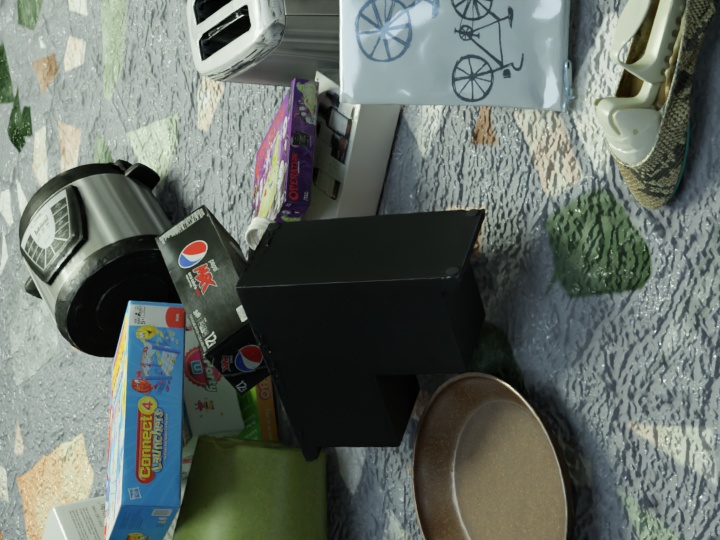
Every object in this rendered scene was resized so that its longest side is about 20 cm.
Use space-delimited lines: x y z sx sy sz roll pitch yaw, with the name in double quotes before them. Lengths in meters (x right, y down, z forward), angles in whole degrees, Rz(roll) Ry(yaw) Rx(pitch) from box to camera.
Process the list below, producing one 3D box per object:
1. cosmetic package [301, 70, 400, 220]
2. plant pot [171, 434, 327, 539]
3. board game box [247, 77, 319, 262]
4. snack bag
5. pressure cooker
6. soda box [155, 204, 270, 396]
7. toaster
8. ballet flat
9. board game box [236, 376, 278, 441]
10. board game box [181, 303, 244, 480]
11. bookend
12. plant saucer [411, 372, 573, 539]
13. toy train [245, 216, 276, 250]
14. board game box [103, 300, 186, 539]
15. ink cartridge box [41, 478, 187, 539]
"cosmetic package" -0.023 -0.079 1.337 0.082 0.050 0.202 41 127 47
"plant pot" -0.107 0.261 1.396 0.199 0.199 0.187 -1 81 55
"board game box" -0.076 -0.089 1.355 0.200 0.032 0.122 131 148 -69
"snack bag" 0.075 -0.223 1.115 0.197 0.021 0.191 5 104 19
"pressure cooker" -0.299 -0.021 1.635 0.201 0.174 0.180 55 151 38
"soda box" -0.132 0.025 1.353 0.063 0.071 0.201 -35 39 4
"toaster" -0.077 -0.237 1.330 0.199 0.128 0.115 -16 79 55
"ballet flat" 0.200 -0.140 0.989 0.068 0.075 0.202 34 121 47
"board game box" -0.122 0.166 1.526 0.095 0.030 0.203 -14 79 56
"board game box" -0.197 0.139 1.566 0.200 0.064 0.149 -48 52 57
"bookend" 0.024 0.059 1.205 0.198 0.093 0.200 -4 126 24
"plant saucer" 0.115 0.184 1.180 0.199 0.036 0.203 10 103 55
"toy train" 0.000 0.000 1.268 0.198 0.056 0.152 11 130 15
"board game box" -0.212 0.158 1.387 0.200 0.055 0.198 121 150 -63
"ink cartridge box" -0.227 0.317 1.545 0.145 0.198 0.084 57 139 34
